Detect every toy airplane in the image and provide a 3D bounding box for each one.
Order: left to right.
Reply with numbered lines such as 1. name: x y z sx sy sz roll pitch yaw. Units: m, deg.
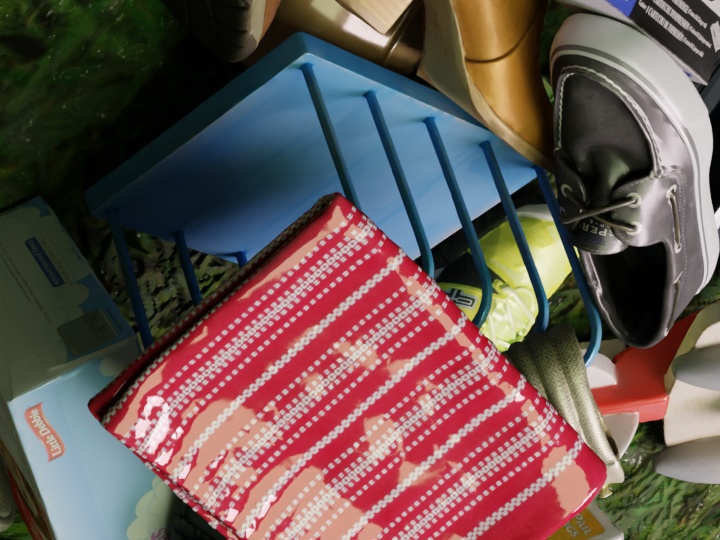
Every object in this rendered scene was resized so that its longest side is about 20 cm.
1. toy airplane: 0.204 0.070 1.377 0.199 0.142 0.199 -5 149 -50

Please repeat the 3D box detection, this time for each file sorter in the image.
1. file sorter: 0.000 0.000 1.142 0.138 0.123 0.199 -34 149 27

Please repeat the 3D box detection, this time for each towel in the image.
1. towel: 0.000 0.075 1.048 0.144 0.023 0.200 -40 120 8

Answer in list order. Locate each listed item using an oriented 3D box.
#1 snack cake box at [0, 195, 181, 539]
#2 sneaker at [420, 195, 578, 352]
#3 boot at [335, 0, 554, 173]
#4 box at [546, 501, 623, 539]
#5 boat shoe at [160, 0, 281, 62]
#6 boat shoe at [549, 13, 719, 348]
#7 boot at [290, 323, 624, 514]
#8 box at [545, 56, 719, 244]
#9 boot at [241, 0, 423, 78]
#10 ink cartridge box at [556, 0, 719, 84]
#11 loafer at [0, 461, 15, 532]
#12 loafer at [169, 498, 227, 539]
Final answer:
1. snack cake box: -0.134 0.080 1.161 0.067 0.115 0.201 -27 136 -15
2. sneaker: 0.050 0.044 1.294 0.200 0.076 0.075 -43 136 1
3. boot: 0.075 -0.139 1.083 0.144 0.071 0.201 -51 138 2
4. box: 0.027 0.173 1.323 0.199 0.113 0.102 -17 136 -26
5. boat shoe: -0.044 -0.150 1.017 0.074 0.076 0.200 -42 176 -18
6. boat shoe: 0.116 -0.032 1.104 0.067 0.069 0.200 -61 155 -24
7. boot: 0.049 0.111 1.149 0.154 0.072 0.201 -19 140 -3
8. box: 0.221 -0.077 1.264 0.199 0.149 0.107 18 114 -43
9. boot: 0.053 -0.156 1.144 0.174 0.066 0.201 23 110 -35
10. ink cartridge box: 0.116 -0.152 1.045 0.200 0.044 0.095 22 89 -61
11. loafer: -0.234 0.063 1.121 0.063 0.072 0.200 -27 133 12
12. loafer: -0.059 0.170 1.154 0.063 0.072 0.201 -35 141 -25
